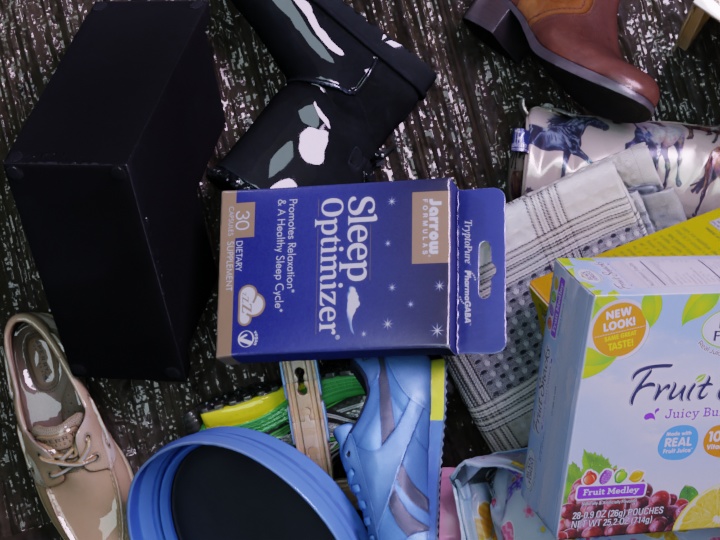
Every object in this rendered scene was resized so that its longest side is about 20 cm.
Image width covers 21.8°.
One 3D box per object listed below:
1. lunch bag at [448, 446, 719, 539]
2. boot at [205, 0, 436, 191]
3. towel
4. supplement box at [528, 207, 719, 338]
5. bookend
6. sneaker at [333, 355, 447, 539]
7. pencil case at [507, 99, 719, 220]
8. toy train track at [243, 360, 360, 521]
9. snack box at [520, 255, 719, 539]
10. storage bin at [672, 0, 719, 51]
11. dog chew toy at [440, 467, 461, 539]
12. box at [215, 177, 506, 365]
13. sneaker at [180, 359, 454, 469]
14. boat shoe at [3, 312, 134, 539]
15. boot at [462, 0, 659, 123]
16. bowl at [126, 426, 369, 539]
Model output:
[{"bbox_3d":[0.172,0.201,1.277,0.200,0.169,0.127,53,128,34],"label":"lunch bag"},{"bbox_3d":[-0.055,-0.124,1.367,0.198,0.073,0.163,35,82,-10],"label":"boot"},{"bbox_3d":[0.150,0.026,1.332,0.199,0.035,0.193,-25,114,3],"label":"towel"},{"bbox_3d":[0.233,0.039,1.274,0.199,0.110,0.109,-21,117,-8],"label":"supplement box"},{"bbox_3d":[-0.161,-0.060,1.358,0.092,0.199,0.200,2,42,15],"label":"bookend"},{"bbox_3d":[0.018,0.150,1.271,0.078,0.066,0.201,3,68,-1],"label":"sneaker"},{"bbox_3d":[0.207,-0.077,1.357,0.199,0.078,0.090,2,100,4],"label":"pencil case"},{"bbox_3d":[-0.037,0.122,1.316,0.114,0.033,0.201,-8,96,9],"label":"toy train track"},{"bbox_3d":[0.212,0.077,1.183,0.199,0.068,0.169,-1,112,-20],"label":"snack box"},{"bbox_3d":[0.329,-0.148,1.292,0.200,0.199,0.094,34,90,6],"label":"storage bin"},{"bbox_3d":[0.063,0.241,1.328,0.124,0.125,0.201,0,77,4],"label":"dog chew toy"},{"bbox_3d":[0.000,0.000,1.284,0.199,0.032,0.122,-3,75,13],"label":"box"},{"bbox_3d":[-0.026,0.113,1.370,0.199,0.078,0.085,-17,95,9],"label":"sneaker"},{"bbox_3d":[-0.221,0.127,1.379,0.071,0.065,0.201,-23,85,2],"label":"boat shoe"},{"bbox_3d":[0.196,-0.217,1.347,0.200,0.068,0.188,-50,42,-2],"label":"boot"},{"bbox_3d":[-0.075,0.200,1.322,0.200,0.039,0.201,16,123,27],"label":"bowl"}]
